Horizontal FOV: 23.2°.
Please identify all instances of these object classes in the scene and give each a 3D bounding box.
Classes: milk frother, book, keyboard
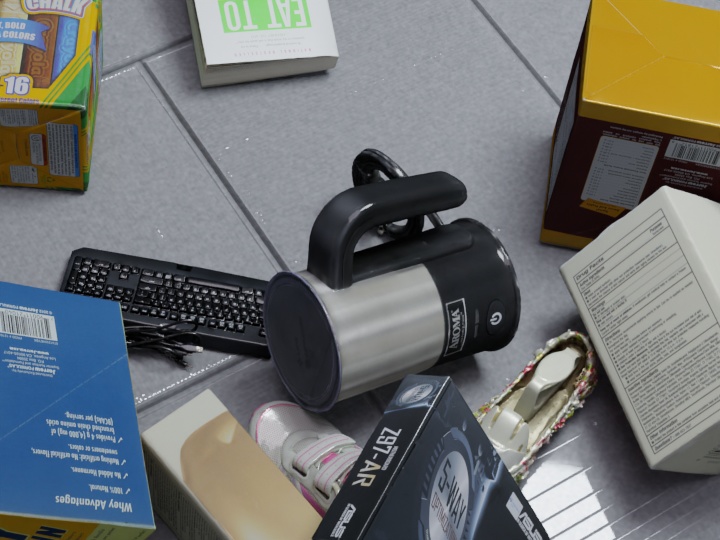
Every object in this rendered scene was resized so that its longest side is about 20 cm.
[{"bbox_3d":[0.000,0.000,1.480,0.187,0.182,0.199,-16,15,-31],"label":"milk frother"},{"bbox_3d":[-0.103,-0.282,1.683,0.132,0.048,0.202,-8,72,-14],"label":"book"},{"bbox_3d":[-0.160,0.029,1.501,0.198,0.040,0.105,9,55,0],"label":"keyboard"}]

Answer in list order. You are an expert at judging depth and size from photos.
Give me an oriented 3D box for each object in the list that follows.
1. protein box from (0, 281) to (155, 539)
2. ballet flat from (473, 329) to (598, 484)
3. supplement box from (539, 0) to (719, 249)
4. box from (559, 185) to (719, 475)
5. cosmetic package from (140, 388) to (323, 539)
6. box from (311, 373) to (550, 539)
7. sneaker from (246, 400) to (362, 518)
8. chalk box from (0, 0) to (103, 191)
[{"bbox_3d":[-0.282,0.127,1.319,0.197,0.135,0.201,11,50,-35],"label":"protein box"},{"bbox_3d":[0.132,0.120,1.461,0.075,0.064,0.200,32,59,15],"label":"ballet flat"},{"bbox_3d":[0.276,-0.117,1.553,0.195,0.201,0.134,11,55,0],"label":"supplement box"},{"bbox_3d":[0.275,0.052,1.460,0.108,0.128,0.201,11,49,-46],"label":"box"},{"bbox_3d":[-0.085,0.201,1.358,0.071,0.106,0.200,-33,67,-25],"label":"cosmetic package"},{"bbox_3d":[0.059,0.204,1.325,0.043,0.201,0.161,1,45,40],"label":"box"},{"bbox_3d":[-0.011,0.168,1.397,0.200,0.088,0.081,40,61,19],"label":"sneaker"},{"bbox_3d":[-0.296,-0.190,1.580,0.123,0.125,0.201,4,57,-4],"label":"chalk box"}]
